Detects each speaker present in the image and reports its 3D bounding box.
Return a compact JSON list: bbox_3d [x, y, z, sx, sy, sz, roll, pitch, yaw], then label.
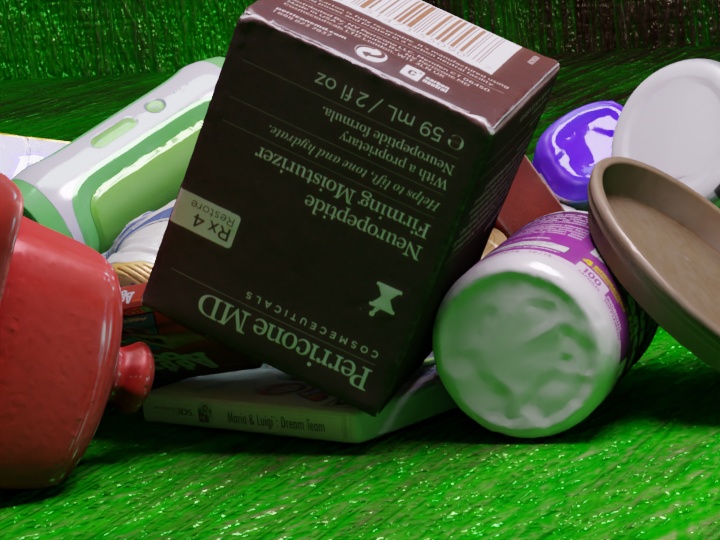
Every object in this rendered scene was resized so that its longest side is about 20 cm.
[{"bbox_3d":[-0.157,-0.071,1.818,0.200,0.088,0.088,-36,25,-29],"label":"speaker"}]

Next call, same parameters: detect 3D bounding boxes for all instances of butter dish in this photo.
[{"bbox_3d":[-0.194,0.050,1.543,0.148,0.199,0.200,16,3,-21],"label":"butter dish"}]

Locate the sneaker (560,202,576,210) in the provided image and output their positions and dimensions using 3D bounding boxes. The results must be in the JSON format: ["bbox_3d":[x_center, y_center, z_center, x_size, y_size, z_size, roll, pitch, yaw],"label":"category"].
[{"bbox_3d":[0.143,-0.003,1.871,0.200,0.081,0.083,4,19,40],"label":"sneaker"}]

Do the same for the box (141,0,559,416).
[{"bbox_3d":[-0.004,-0.055,1.566,0.166,0.200,0.164,25,24,9],"label":"box"}]

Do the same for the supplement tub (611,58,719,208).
[{"bbox_3d":[0.283,-0.068,1.883,0.123,0.123,0.200,4,-13,43],"label":"supplement tub"}]

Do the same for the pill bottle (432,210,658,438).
[{"bbox_3d":[0.124,0.025,1.603,0.112,0.112,0.200,-2,13,19],"label":"pill bottle"}]

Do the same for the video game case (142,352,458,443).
[{"bbox_3d":[-0.008,0.072,1.673,0.182,0.024,0.200,3,13,40],"label":"video game case"}]

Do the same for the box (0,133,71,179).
[{"bbox_3d":[-0.192,-0.048,1.884,0.200,0.070,0.064,7,-21,-20],"label":"box"}]

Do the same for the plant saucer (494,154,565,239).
[{"bbox_3d":[0.068,-0.017,1.791,0.200,0.200,0.037,4,55,43],"label":"plant saucer"}]

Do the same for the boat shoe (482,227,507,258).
[{"bbox_3d":[0.000,0.000,1.725,0.200,0.069,0.071,10,33,20],"label":"boat shoe"}]

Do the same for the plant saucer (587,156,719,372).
[{"bbox_3d":[0.213,0.008,1.594,0.200,0.029,0.200,33,24,-16],"label":"plant saucer"}]

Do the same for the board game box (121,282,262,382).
[{"bbox_3d":[-0.166,0.046,1.671,0.200,0.019,0.103,-10,-29,43],"label":"board game box"}]

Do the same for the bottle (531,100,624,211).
[{"bbox_3d":[0.165,-0.058,1.979,0.084,0.065,0.200,-27,-17,-14],"label":"bottle"}]

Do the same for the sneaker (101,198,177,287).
[{"bbox_3d":[-0.145,0.008,1.732,0.088,0.075,0.200,-55,14,-25],"label":"sneaker"}]
